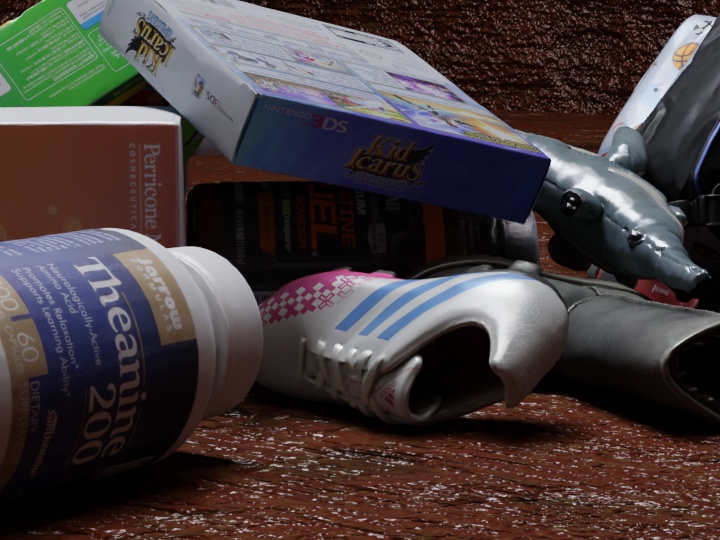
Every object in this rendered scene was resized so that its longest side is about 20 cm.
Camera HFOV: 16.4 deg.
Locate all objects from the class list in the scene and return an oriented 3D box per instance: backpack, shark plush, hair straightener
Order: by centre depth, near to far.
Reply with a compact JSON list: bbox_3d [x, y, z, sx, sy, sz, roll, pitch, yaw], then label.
[{"bbox_3d":[0.134,-0.021,1.421,0.083,0.091,0.200,27,21,-34],"label":"shark plush"},{"bbox_3d":[0.194,0.026,1.552,0.077,0.041,0.200,25,-6,-17],"label":"hair straightener"},{"bbox_3d":[0.254,-0.062,1.560,0.191,0.200,0.154,46,-16,-30],"label":"backpack"}]

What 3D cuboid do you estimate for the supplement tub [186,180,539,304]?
[{"bbox_3d":[0.000,0.000,1.435,0.199,0.107,0.107,-2,7,-5],"label":"supplement tub"}]

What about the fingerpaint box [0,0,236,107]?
[{"bbox_3d":[-0.182,-0.103,1.505,0.200,0.073,0.167,-35,-6,-22],"label":"fingerpaint box"}]

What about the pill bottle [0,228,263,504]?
[{"bbox_3d":[-0.134,0.040,1.100,0.111,0.111,0.200,4,9,35],"label":"pill bottle"}]

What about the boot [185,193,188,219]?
[{"bbox_3d":[-0.141,-0.005,1.531,0.107,0.075,0.200,43,25,22],"label":"boot"}]

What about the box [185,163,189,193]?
[{"bbox_3d":[-0.225,-0.036,1.731,0.199,0.113,0.101,5,9,30],"label":"box"}]

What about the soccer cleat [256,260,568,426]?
[{"bbox_3d":[0.009,0.042,1.259,0.199,0.070,0.086,-10,33,35],"label":"soccer cleat"}]

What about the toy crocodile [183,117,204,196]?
[{"bbox_3d":[-0.149,-0.024,1.427,0.062,0.200,0.068,37,5,-7],"label":"toy crocodile"}]

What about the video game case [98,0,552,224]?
[{"bbox_3d":[-0.022,-0.096,1.395,0.199,0.046,0.181,11,19,-35],"label":"video game case"}]

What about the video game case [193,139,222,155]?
[{"bbox_3d":[-0.176,-0.099,1.696,0.181,0.024,0.200,0,10,-8],"label":"video game case"}]

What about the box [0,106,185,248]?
[{"bbox_3d":[-0.193,-0.009,1.338,0.199,0.153,0.106,-1,7,-2],"label":"box"}]

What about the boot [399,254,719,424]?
[{"bbox_3d":[0.121,0.041,1.298,0.181,0.073,0.200,-3,14,-17],"label":"boot"}]
